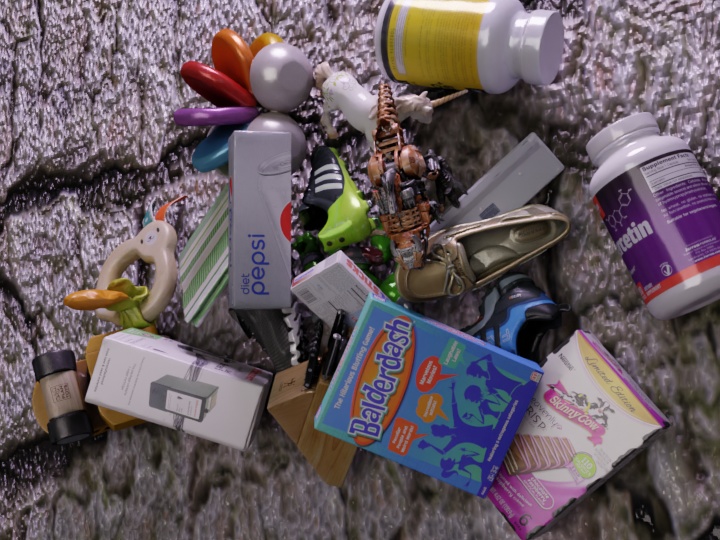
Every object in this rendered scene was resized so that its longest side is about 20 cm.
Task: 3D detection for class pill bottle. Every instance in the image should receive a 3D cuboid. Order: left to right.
[{"bbox_3d":[0.125,-0.263,1.124,0.199,0.112,0.112,12,91,28],"label":"pill bottle"},{"bbox_3d":[0.311,-0.058,1.011,0.112,0.112,0.201,-30,72,22],"label":"pill bottle"}]

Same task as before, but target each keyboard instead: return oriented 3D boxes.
[{"bbox_3d":[0.142,-0.071,1.117,0.200,0.011,0.056,-42,96,0],"label":"keyboard"}]

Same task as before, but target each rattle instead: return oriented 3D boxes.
[{"bbox_3d":[-0.311,-0.032,1.288,0.130,0.143,0.201,11,78,48],"label":"rattle"}]

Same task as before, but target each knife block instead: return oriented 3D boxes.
[{"bbox_3d":[-0.008,0.143,1.124,0.175,0.064,0.200,-22,119,21],"label":"knife block"}]

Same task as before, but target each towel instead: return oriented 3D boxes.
[{"bbox_3d":[-0.183,-0.029,1.248,0.153,0.023,0.200,-55,24,12],"label":"towel"}]

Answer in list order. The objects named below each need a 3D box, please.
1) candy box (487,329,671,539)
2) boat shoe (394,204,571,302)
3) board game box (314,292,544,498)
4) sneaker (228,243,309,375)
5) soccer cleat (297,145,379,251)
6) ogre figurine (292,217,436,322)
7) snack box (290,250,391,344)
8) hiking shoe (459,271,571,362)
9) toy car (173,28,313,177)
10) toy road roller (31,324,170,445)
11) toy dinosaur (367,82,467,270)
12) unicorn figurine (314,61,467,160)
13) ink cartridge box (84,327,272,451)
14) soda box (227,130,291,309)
[{"bbox_3d":[0.215,0.180,1.069,0.200,0.061,0.136,-46,67,16],"label":"candy box"},{"bbox_3d":[0.134,-0.019,1.083,0.200,0.063,0.073,-19,97,-4],"label":"boat shoe"},{"bbox_3d":[0.071,0.132,1.036,0.199,0.045,0.153,23,97,-4],"label":"board game box"},{"bbox_3d":[-0.116,0.064,1.223,0.090,0.066,0.201,-7,100,6],"label":"sneaker"},{"bbox_3d":[-0.042,-0.091,1.174,0.081,0.068,0.200,-24,34,-3],"label":"soccer cleat"},{"bbox_3d":[0.000,0.000,1.177,0.199,0.098,0.120,-1,73,16],"label":"ogre figurine"},{"bbox_3d":[0.012,0.063,1.120,0.072,0.200,0.024,-30,30,26],"label":"snack box"},{"bbox_3d":[0.145,0.099,1.094,0.087,0.074,0.200,42,106,44],"label":"hiking shoe"},{"bbox_3d":[-0.157,-0.200,1.217,0.175,0.150,0.201,13,98,56],"label":"toy car"},{"bbox_3d":[-0.348,0.164,1.346,0.199,0.146,0.123,-16,75,-13],"label":"toy road roller"},{"bbox_3d":[0.051,-0.100,1.058,0.102,0.136,0.201,8,88,21],"label":"toy dinosaur"},{"bbox_3d":[0.015,-0.184,1.165,0.200,0.138,0.074,27,61,15],"label":"unicorn figurine"},{"bbox_3d":[-0.216,0.143,1.207,0.199,0.146,0.084,18,91,-1],"label":"ink cartridge box"},{"bbox_3d":[-0.115,-0.056,1.116,0.068,0.063,0.201,1,88,-13],"label":"soda box"}]
